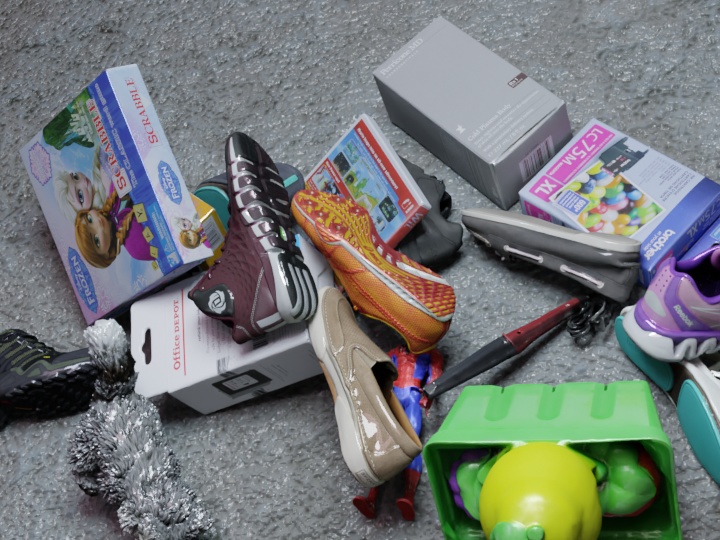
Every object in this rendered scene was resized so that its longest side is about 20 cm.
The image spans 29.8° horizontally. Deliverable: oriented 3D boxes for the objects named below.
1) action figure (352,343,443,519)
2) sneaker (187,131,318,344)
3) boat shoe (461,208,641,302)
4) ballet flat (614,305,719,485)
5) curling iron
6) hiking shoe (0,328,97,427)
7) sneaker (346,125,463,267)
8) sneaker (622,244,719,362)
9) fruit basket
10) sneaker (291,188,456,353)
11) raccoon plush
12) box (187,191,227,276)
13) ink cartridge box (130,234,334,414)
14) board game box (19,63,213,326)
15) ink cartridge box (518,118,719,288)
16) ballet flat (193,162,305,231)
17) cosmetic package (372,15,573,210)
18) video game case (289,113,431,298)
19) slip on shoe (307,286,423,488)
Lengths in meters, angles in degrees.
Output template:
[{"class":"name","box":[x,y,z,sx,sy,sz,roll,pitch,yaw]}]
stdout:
[{"class":"action figure","box":[0.039,0.124,1.231,0.065,0.052,0.202,-4,51,22]},{"class":"sneaker","box":[-0.119,-0.024,1.239,0.115,0.075,0.202,-30,59,21]},{"class":"boat shoe","box":[0.172,-0.017,1.274,0.199,0.066,0.058,16,102,40]},{"class":"ballet flat","box":[0.292,0.097,1.159,0.069,0.070,0.201,-27,48,-3]},{"class":"curling iron","box":[0.143,0.066,1.221,0.198,0.026,0.050,-23,20,-16]},{"class":"hiking shoe","box":[-0.333,0.094,1.359,0.198,0.076,0.102,-14,54,9]},{"class":"sneaker","box":[0.042,-0.076,1.374,0.090,0.076,0.201,-18,55,-9]},{"class":"sneaker","box":[0.323,0.020,1.151,0.198,0.089,0.081,-5,34,-21]},{"class":"fruit basket","box":[0.151,0.183,1.075,0.213,0.157,0.217,-10,37,8]},{"class":"sneaker","box":[0.000,0.000,1.247,0.073,0.078,0.200,-19,56,-44]},{"class":"raccoon plush","box":[-0.202,0.160,1.199,0.096,0.202,0.134,-30,36,-23]},{"class":"box","box":[-0.206,-0.057,1.402,0.199,0.119,0.042,30,67,34]},{"class":"ink cartridge box","box":[-0.121,0.059,1.294,0.198,0.067,0.117,-21,57,23]},{"class":"board game box","box":[-0.247,-0.069,1.339,0.041,0.199,0.202,-18,82,-42]},{"class":"ink cartridge box","box":[0.263,-0.060,1.299,0.119,0.042,0.199,-44,55,-15]},{"class":"ballet flat","box":[-0.110,-0.078,1.381,0.073,0.073,0.200,-49,18,-19]},{"class":"cosmetic package","box":[0.116,-0.165,1.398,0.107,0.090,0.200,-42,56,-11]},{"class":"video game case","box":[-0.029,-0.039,1.336,0.200,0.017,0.144,-47,48,18]},{"class":"slip on shoe","box":[0.004,0.092,1.187,0.060,0.076,0.201,-30,47,18]}]
